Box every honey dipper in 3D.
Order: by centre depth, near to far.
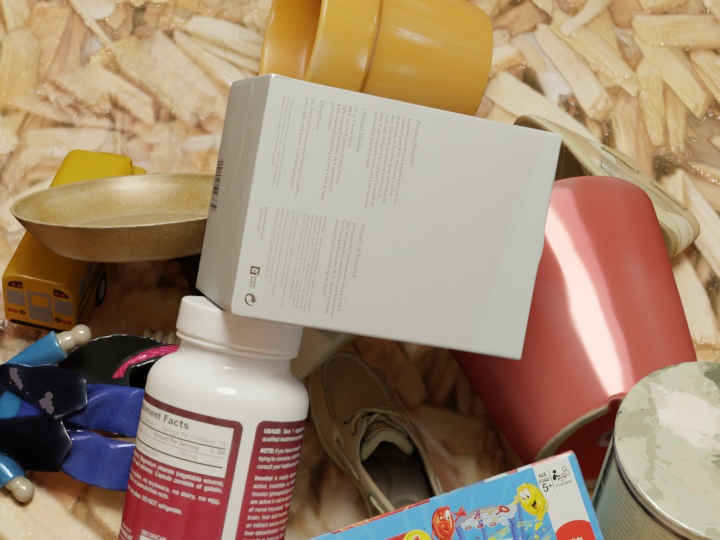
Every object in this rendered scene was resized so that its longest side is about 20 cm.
[{"bbox_3d":[-0.076,0.075,1.136,0.198,0.038,0.038,7,44,-3],"label":"honey dipper"}]

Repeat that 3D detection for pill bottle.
[{"bbox_3d":[-0.096,0.124,0.953,0.112,0.202,0.113,11,3,-1],"label":"pill bottle"}]

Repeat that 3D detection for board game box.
[{"bbox_3d":[0.043,0.171,0.882,0.194,0.200,0.056,-18,80,1],"label":"board game box"}]

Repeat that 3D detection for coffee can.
[{"bbox_3d":[0.220,0.182,0.945,0.145,0.201,0.147,3,45,-3],"label":"coffee can"}]

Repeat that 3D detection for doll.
[{"bbox_3d":[-0.222,0.106,1.046,0.198,0.048,0.138,11,77,11],"label":"doll"}]

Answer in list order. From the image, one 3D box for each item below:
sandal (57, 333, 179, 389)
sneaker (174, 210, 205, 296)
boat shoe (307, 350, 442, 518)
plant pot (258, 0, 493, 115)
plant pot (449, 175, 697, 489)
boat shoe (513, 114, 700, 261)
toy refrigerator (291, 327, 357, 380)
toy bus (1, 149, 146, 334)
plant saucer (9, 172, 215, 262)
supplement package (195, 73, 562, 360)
[{"bbox_3d":[-0.141,0.090,1.086,0.198,0.045,0.076,7,80,-3],"label":"sandal"},{"bbox_3d":[-0.114,-0.016,1.191,0.075,0.071,0.200,-2,37,-40],"label":"sneaker"},{"bbox_3d":[0.017,0.132,1.056,0.072,0.065,0.201,-14,54,-16],"label":"boat shoe"},{"bbox_3d":[0.018,-0.207,1.336,0.182,0.201,0.201,10,42,-19],"label":"plant pot"},{"bbox_3d":[0.166,0.057,1.084,0.199,0.201,0.178,-9,55,-16],"label":"plant pot"},{"bbox_3d":[0.223,-0.079,1.308,0.064,0.072,0.200,-29,62,-39],"label":"boat shoe"},{"bbox_3d":[0.000,0.000,1.118,0.076,0.070,0.200,48,48,6],"label":"toy refrigerator"},{"bbox_3d":[-0.237,-0.033,1.194,0.064,0.079,0.201,11,45,4],"label":"toy bus"},{"bbox_3d":[-0.167,-0.040,1.088,0.198,0.036,0.200,-2,15,0],"label":"plant saucer"},{"bbox_3d":[0.007,-0.037,0.961,0.198,0.153,0.151,10,3,-16],"label":"supplement package"}]
